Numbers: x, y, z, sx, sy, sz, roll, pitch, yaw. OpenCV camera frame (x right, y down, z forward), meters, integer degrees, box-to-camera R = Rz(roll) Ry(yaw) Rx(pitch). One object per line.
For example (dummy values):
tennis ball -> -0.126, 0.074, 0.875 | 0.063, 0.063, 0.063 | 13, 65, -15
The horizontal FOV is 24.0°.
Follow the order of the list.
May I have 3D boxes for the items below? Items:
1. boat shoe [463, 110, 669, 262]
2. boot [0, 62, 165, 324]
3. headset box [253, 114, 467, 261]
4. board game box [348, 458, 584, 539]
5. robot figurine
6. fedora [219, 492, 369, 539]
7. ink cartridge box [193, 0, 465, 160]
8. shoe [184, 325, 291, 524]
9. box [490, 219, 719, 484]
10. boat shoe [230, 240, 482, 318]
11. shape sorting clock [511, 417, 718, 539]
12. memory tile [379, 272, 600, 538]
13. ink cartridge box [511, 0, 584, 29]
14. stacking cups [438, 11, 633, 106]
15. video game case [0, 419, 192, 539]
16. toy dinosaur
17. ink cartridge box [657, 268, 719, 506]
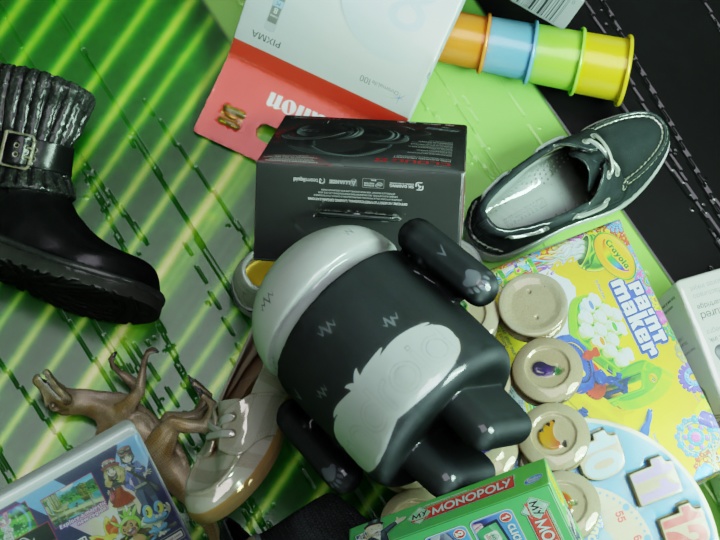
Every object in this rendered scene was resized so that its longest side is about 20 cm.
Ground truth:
boat shoe -> 0.173, -0.073, 1.357 | 0.200, 0.060, 0.076 | -35, 80, -16
boot -> -0.226, -0.062, 1.292 | 0.210, 0.079, 0.159 | 22, 71, 0
headset box -> 0.003, -0.058, 1.246 | 0.148, 0.200, 0.078 | 3, 105, 4
board game box -> 0.093, 0.223, 1.084 | 0.134, 0.029, 0.201 | -21, 118, 10
robot figurine -> 0.018, 0.060, 1.111 | 0.150, 0.125, 0.200 | -39, 65, -18
fedora -> -0.006, 0.226, 1.171 | 0.091, 0.201, 0.201 | -40, 81, -4
ink cartridge box -> -0.024, -0.172, 1.342 | 0.159, 0.047, 0.201 | 25, 87, 3
shoe -> -0.082, 0.093, 1.223 | 0.053, 0.070, 0.201 | 47, 50, -25
box -> 0.140, 0.100, 1.266 | 0.192, 0.122, 0.201 | -20, 76, -12
boat shoe -> 0.000, 0.000, 1.307 | 0.198, 0.070, 0.071 | -1, 73, -7
shape sorting clock -> 0.151, 0.201, 1.158 | 0.198, 0.039, 0.202 | 2, 82, -11
memory tile -> 0.080, 0.098, 1.162 | 0.152, 0.017, 0.201 | -6, 61, 2
ink cartridge box -> 0.093, -0.301, 1.381 | 0.195, 0.043, 0.201 | 26, 35, -13
stacking cups -> 0.120, -0.178, 1.390 | 0.198, 0.061, 0.061 | 8, 72, 1
video game case -> -0.210, 0.231, 1.192 | 0.199, 0.023, 0.183 | -28, 107, -14
toy dinosaur -> -0.150, 0.127, 1.267 | 0.200, 0.058, 0.101 | 41, 88, 6
ink cartridge box -> 0.330, 0.093, 1.313 | 0.145, 0.084, 0.201 | -15, 75, -12
